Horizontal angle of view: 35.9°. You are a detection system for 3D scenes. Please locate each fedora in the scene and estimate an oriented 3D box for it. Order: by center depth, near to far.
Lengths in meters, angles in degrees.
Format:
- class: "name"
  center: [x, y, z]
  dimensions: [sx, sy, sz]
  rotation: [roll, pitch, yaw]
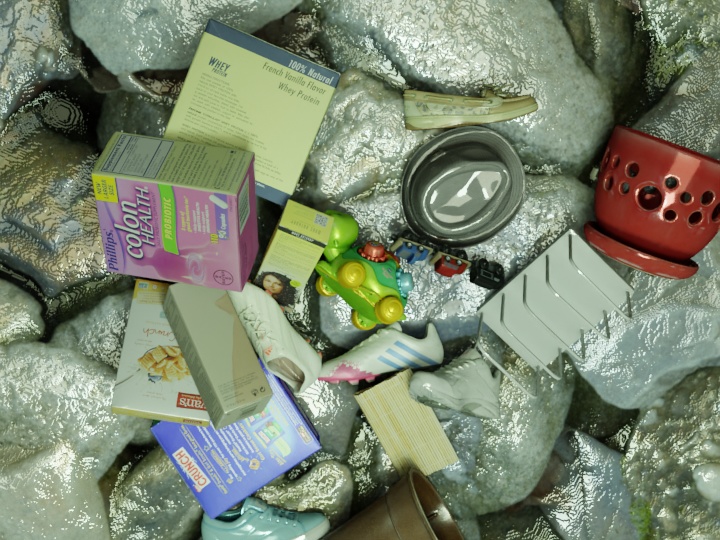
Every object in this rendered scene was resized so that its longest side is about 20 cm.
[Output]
- class: "fedora"
  center: [0.157, -0.119, 1.642]
  dimensions: [0.199, 0.090, 0.178]
  rotation: [-22, 99, -1]

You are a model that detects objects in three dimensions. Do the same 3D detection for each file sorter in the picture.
- class: "file sorter"
  center: [0.285, 0.067, 1.632]
  dimensions: [0.139, 0.125, 0.200]
  rotation: [42, 113, -9]

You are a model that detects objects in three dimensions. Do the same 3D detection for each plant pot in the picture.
- class: "plant pot"
  center: [0.434, -0.097, 1.621]
  dimensions: [0.199, 0.201, 0.183]
  rotation: [18, 105, -7]
- class: "plant pot"
  center: [0.044, 0.432, 1.666]
  dimensions: [0.198, 0.200, 0.201]
  rotation: [-31, 99, 7]

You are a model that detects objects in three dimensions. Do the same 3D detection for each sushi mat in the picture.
- class: "sushi mat"
  center: [0.072, 0.241, 1.692]
  dimensions: [0.095, 0.012, 0.201]
  rotation: [-28, 118, 0]

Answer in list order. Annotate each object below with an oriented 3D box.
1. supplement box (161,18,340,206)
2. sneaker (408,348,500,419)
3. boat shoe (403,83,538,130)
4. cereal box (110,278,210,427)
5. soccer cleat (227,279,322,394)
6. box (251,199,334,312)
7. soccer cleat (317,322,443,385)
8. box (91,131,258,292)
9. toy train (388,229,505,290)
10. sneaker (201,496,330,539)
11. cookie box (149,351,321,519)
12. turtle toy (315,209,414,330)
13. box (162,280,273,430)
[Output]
- class: "supplement box"
  center: [-0.157, -0.224, 1.580]
  dimensions: [0.199, 0.134, 0.201]
  rotation: [22, 96, -7]
- class: "sneaker"
  center: [0.143, 0.162, 1.664]
  dimensions: [0.200, 0.078, 0.100]
  rotation: [21, 78, -49]
- class: "boat shoe"
  center: [0.162, -0.246, 1.634]
  dimensions: [0.199, 0.073, 0.063]
  rotation: [-7, 97, -2]
- class: "cereal box"
  center: [-0.275, 0.119, 1.618]
  dimensions: [0.143, 0.040, 0.201]
  rotation: [9, 65, -7]
- class: "soccer cleat"
  center: [-0.134, 0.093, 1.612]
  dimensions: [0.200, 0.078, 0.069]
  rotation: [47, 127, -11]
- class: "box"
  center: [-0.101, -0.016, 1.590]
  dimensions: [0.075, 0.200, 0.050]
  rotation: [21, 54, -6]
- class: "soccer cleat"
  center: [0.026, 0.123, 1.682]
  dimensions: [0.199, 0.070, 0.087]
  rotation: [-7, 90, -9]
- class: "box"
  center: [-0.248, -0.078, 1.514]
  dimensions: [0.199, 0.097, 0.177]
  rotation: [10, 133, 6]
- class: "toy train"
  center: [0.130, -0.012, 1.656]
  dimensions: [0.199, 0.034, 0.046]
  rotation: [19, 56, -22]
- class: "sneaker"
  center: [-0.148, 0.384, 1.695]
  dimensions: [0.199, 0.074, 0.082]
  rotation: [-10, 103, -4]
- class: "cookie box"
  center: [-0.187, 0.243, 1.670]
  dimensions: [0.199, 0.075, 0.172]
  rotation: [-32, 97, 0]
- class: "turtle toy"
  center: [0.000, 0.000, 1.632]
  dimensions: [0.200, 0.146, 0.101]
  rotation: [44, 71, -10]
- class: "box"
  center: [-0.203, 0.112, 1.565]
  dimensions: [0.077, 0.095, 0.201]
  rotation: [-20, 75, -23]
